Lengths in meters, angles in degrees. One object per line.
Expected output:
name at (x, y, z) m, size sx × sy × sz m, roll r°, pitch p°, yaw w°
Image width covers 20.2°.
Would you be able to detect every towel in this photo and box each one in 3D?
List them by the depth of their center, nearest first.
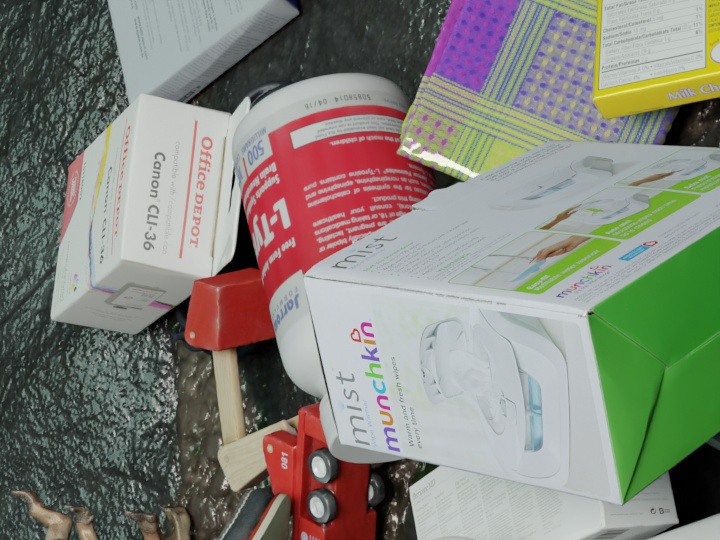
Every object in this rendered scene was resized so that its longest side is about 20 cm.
towel at (0.119, -0.130, 1.113) m, size 0.143 × 0.023 × 0.201 m, roll 22°, pitch 83°, yaw 11°

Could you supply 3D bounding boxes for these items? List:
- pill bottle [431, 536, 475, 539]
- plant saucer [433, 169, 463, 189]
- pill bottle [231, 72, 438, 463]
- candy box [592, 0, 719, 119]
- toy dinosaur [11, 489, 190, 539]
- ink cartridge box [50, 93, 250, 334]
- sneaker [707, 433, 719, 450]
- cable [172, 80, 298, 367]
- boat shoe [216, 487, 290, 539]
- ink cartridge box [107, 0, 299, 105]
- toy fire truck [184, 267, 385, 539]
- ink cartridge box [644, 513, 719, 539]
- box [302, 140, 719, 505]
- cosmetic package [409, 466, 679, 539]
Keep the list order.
pill bottle at (0.002, 0.214, 1.041) m, size 0.200 × 0.114 × 0.115 m, roll -38°, pitch 56°, yaw 47°
plant saucer at (0.068, -0.008, 1.185) m, size 0.199 × 0.050 × 0.202 m, roll -13°, pitch 72°, yaw 43°
pill bottle at (0.000, 0.000, 1.136) m, size 0.112 × 0.112 × 0.201 m, roll -34°, pitch 58°, yaw 34°
candy box at (0.215, -0.141, 1.030) m, size 0.199 × 0.026 × 0.103 m, roll -9°, pitch 54°, yaw 26°
toy dinosaur at (-0.174, 0.220, 1.326) m, size 0.086 × 0.198 × 0.137 m, roll 176°, pitch 100°, yaw -83°
ink cartridge box at (-0.140, -0.040, 1.331) m, size 0.200 × 0.067 × 0.117 m, roll 148°, pitch 129°, yaw -60°
sneaker at (0.184, 0.051, 1.031) m, size 0.199 × 0.086 × 0.078 m, roll 25°, pitch 98°, yaw 44°
cable at (-0.070, -0.031, 1.326) m, size 0.200 × 0.051 × 0.164 m, roll -45°, pitch 53°, yaw 29°
boat shoe at (-0.102, 0.205, 1.147) m, size 0.062 × 0.071 × 0.201 m, roll 18°, pitch 63°, yaw 21°
ink cartridge box at (-0.104, -0.240, 1.412) m, size 0.199 × 0.040 × 0.201 m, roll -33°, pitch 59°, yaw 35°
toy fire truck at (-0.049, 0.112, 1.234) m, size 0.141 × 0.049 × 0.202 m, roll 21°, pitch 114°, yaw 44°
ink cartridge box at (0.146, 0.220, 1.032) m, size 0.199 × 0.084 × 0.147 m, roll -29°, pitch 61°, yaw 39°
box at (0.105, 0.012, 0.961) m, size 0.176 × 0.199 × 0.097 m, roll 6°, pitch 116°, yaw 44°
cosmetic package at (0.094, 0.125, 1.084) m, size 0.200 × 0.050 × 0.083 m, roll 137°, pitch 128°, yaw -57°
